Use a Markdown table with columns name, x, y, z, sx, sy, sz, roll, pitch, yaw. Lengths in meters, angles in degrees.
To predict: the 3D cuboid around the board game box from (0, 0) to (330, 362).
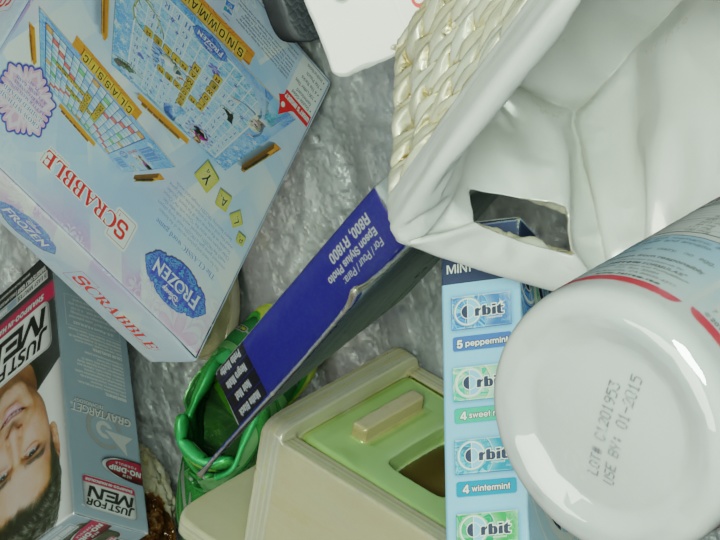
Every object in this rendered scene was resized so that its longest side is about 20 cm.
| name | x | y | z | sx | sy | sz | roll | pitch | yaw |
| --- | --- | --- | --- | --- | --- | --- | --- | --- | --- |
| board game box | -0.121 | -0.088 | 1.070 | 0.041 | 0.200 | 0.200 | -4 | 140 | 41 |

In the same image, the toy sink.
| name | x | y | z | sx | sy | sz | roll | pitch | yaw |
| --- | --- | --- | --- | --- | --- | --- | --- | --- | --- |
| toy sink | 0.011 | 0.128 | 1.148 | 0.200 | 0.130 | 0.112 | 29 | 125 | 30 |

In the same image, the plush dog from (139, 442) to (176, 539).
| name | x | y | z | sx | sy | sz | roll | pitch | yaw |
| --- | --- | --- | --- | --- | --- | --- | --- | --- | --- |
| plush dog | -0.180 | 0.194 | 1.352 | 0.200 | 0.160 | 0.172 | 42 | 114 | 43 |

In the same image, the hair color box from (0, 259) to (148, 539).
| name | x | y | z | sx | sy | sz | roll | pitch | yaw |
| --- | --- | --- | --- | --- | --- | --- | --- | --- | --- |
| hair color box | -0.198 | 0.099 | 1.284 | 0.099 | 0.061 | 0.201 | -38 | 47 | 32 |

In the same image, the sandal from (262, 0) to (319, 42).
| name | x | y | z | sx | sy | sz | roll | pitch | yaw |
| --- | --- | --- | --- | --- | --- | --- | --- | --- | --- |
| sandal | -0.051 | -0.221 | 1.098 | 0.043 | 0.076 | 0.201 | -15 | 87 | 41 |

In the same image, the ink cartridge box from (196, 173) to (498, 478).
| name | x | y | z | sx | sy | sz | roll | pitch | yaw |
| --- | --- | --- | --- | --- | --- | --- | --- | --- | --- |
| ink cartridge box | 0.000 | 0.000 | 1.042 | 0.041 | 0.200 | 0.200 | 46 | 137 | 4 |

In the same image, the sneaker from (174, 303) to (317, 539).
| name | x | y | z | sx | sy | sz | roll | pitch | yaw |
| --- | --- | --- | --- | --- | --- | --- | --- | --- | --- |
| sneaker | -0.090 | 0.106 | 1.256 | 0.074 | 0.083 | 0.201 | 37 | 130 | 24 |

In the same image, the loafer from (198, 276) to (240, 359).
| name | x | y | z | sx | sy | sz | roll | pitch | yaw |
| --- | --- | --- | --- | --- | --- | --- | --- | --- | --- |
| loafer | -0.139 | -0.033 | 1.252 | 0.076 | 0.068 | 0.201 | -17 | 96 | 44 |

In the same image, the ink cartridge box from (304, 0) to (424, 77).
| name | x | y | z | sx | sy | sz | roll | pitch | yaw |
| --- | --- | --- | --- | --- | --- | --- | --- | --- | --- |
| ink cartridge box | 0.064 | -0.181 | 0.965 | 0.199 | 0.068 | 0.116 | -20 | 95 | 20 |

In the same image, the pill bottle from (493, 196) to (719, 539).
| name | x | y | z | sx | sy | sz | roll | pitch | yaw |
| --- | --- | --- | --- | --- | --- | --- | --- | --- | --- |
| pill bottle | 0.151 | 0.029 | 0.804 | 0.108 | 0.200 | 0.109 | 17 | 118 | 35 |

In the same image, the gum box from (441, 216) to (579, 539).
| name | x | y | z | sx | sy | sz | roll | pitch | yaw |
| --- | --- | --- | --- | --- | --- | --- | --- | --- | --- |
| gum box | 0.087 | 0.096 | 0.988 | 0.044 | 0.170 | 0.201 | -8 | 70 | 20 |

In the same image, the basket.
| name | x | y | z | sx | sy | sz | roll | pitch | yaw |
| --- | --- | --- | --- | --- | --- | --- | --- | --- | --- |
| basket | 0.109 | -0.099 | 0.874 | 0.200 | 0.135 | 0.124 | -52 | 30 | 44 |
